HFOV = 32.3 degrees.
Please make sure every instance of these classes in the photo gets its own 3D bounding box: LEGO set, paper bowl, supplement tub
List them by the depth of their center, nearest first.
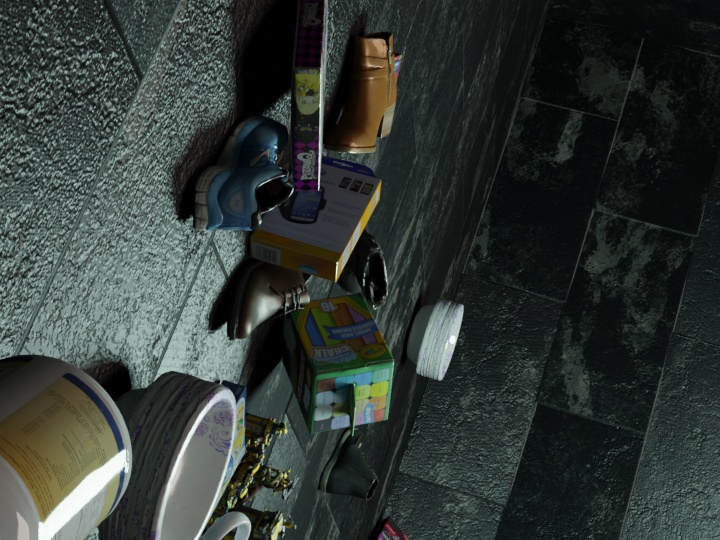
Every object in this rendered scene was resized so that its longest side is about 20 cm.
[{"bbox_3d":[-0.259,0.153,0.845,0.200,0.144,0.145,-45,149,-67],"label":"supplement tub"},{"bbox_3d":[-0.210,0.200,1.260,0.201,0.104,0.201,16,90,-80],"label":"paper bowl"},{"bbox_3d":[-0.135,0.306,1.742,0.200,0.116,0.154,-56,159,-58],"label":"LEGO set"},{"bbox_3d":[0.183,0.168,3.122,0.201,0.104,0.201,15,90,-79],"label":"paper bowl"}]

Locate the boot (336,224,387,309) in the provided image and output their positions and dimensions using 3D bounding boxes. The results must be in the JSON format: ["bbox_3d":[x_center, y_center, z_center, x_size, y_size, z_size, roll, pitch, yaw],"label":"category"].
[{"bbox_3d":[0.000,0.000,1.911,0.174,0.069,0.200,-114,-166,-48],"label":"boot"}]

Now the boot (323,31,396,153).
[{"bbox_3d":[-0.001,-0.256,1.784,0.200,0.074,0.155,-51,147,-62],"label":"boot"}]

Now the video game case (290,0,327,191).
[{"bbox_3d":[-0.059,-0.225,1.444,0.181,0.036,0.200,94,-2,-46],"label":"video game case"}]

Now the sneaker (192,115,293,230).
[{"bbox_3d":[-0.113,-0.098,1.360,0.200,0.090,0.078,-66,167,-50],"label":"sneaker"}]

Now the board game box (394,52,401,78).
[{"bbox_3d":[0.025,-0.285,1.969,0.200,0.019,0.103,-45,150,-68],"label":"board game box"}]

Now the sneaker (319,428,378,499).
[{"bbox_3d":[-0.004,0.404,2.555,0.200,0.106,0.075,-57,159,-57],"label":"sneaker"}]

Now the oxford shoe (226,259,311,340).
[{"bbox_3d":[-0.110,0.027,1.572,0.200,0.084,0.073,-57,161,-52],"label":"oxford shoe"}]

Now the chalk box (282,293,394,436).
[{"bbox_3d":[-0.028,0.148,1.801,0.200,0.124,0.125,-117,-155,-45],"label":"chalk box"}]

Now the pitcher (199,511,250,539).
[{"bbox_3d":[-0.195,0.388,1.496,0.171,0.121,0.200,-32,142,-25],"label":"pitcher"}]

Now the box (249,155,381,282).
[{"bbox_3d":[-0.053,-0.075,1.616,0.200,0.119,0.042,-62,164,-46],"label":"box"}]

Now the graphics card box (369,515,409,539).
[{"bbox_3d":[0.080,0.783,3.462,0.051,0.126,0.200,-36,-178,22],"label":"graphics card box"}]

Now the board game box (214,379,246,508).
[{"bbox_3d":[-0.199,0.255,1.571,0.200,0.034,0.136,-63,165,-45],"label":"board game box"}]
